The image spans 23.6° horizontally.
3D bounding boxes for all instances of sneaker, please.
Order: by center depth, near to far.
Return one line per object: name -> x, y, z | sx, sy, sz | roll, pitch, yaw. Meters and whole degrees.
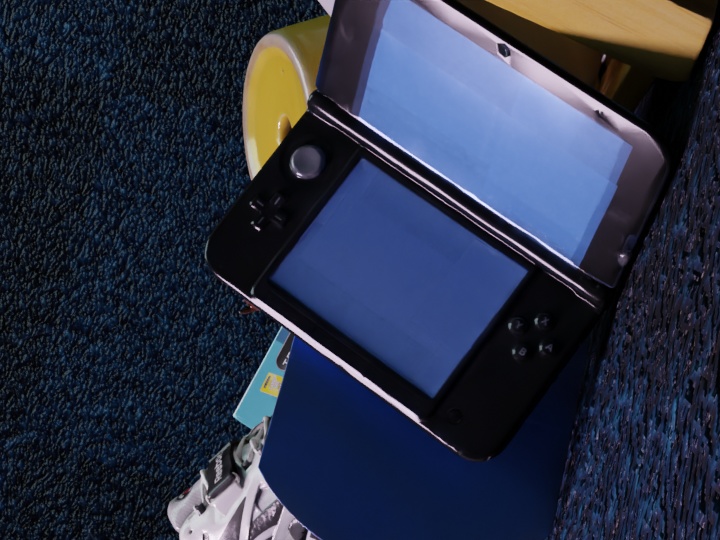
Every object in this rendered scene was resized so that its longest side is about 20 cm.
sneaker -> -0.071, 0.139, 1.054 | 0.074, 0.088, 0.201 | -70, -4, -74

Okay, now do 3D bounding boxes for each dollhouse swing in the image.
dollhouse swing -> 0.113, -0.200, 0.889 | 0.176, 0.181, 0.201 | -33, 39, 64

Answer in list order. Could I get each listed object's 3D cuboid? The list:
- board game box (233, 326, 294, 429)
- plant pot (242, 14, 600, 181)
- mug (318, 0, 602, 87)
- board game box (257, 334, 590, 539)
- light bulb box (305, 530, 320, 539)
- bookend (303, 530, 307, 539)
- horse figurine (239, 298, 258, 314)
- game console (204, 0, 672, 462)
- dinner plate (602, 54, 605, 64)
board game box -> -0.001, 0.052, 1.371 | 0.201, 0.047, 0.151 | -62, -31, -1
plant pot -> 0.030, -0.099, 1.143 | 0.201, 0.188, 0.202 | 173, 90, -67
mug -> 0.069, -0.159, 0.984 | 0.153, 0.149, 0.187 | 57, -141, -33
board game box -> 0.036, 0.074, 0.938 | 0.039, 0.157, 0.201 | 103, -179, -64
light bulb box -> 0.046, 0.101, 1.065 | 0.200, 0.124, 0.199 | 105, -179, -56
bookend -> 0.000, 0.162, 1.281 | 0.199, 0.092, 0.200 | 77, -150, -41
horse figurine -> 0.000, 0.000, 1.199 | 0.050, 0.200, 0.133 | -46, 37, 29
game console -> 0.031, -0.031, 0.876 | 0.171, 0.200, 0.118 | -52, -17, -8
dinner plate -> 0.186, -0.224, 1.111 | 0.200, 0.024, 0.201 | -164, 90, -90
